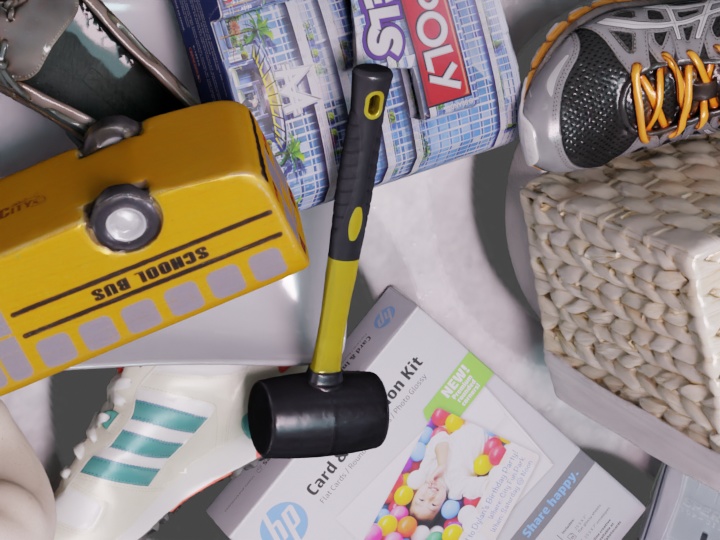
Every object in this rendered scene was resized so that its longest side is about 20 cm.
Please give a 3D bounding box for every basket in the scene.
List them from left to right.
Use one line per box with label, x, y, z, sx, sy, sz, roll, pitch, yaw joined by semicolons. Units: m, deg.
basket;0.176;0.008;1.101;0.135;0.200;0.124;-23;108;-16

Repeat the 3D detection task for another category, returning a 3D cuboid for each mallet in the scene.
mallet;0.000;0.000;1.051;0.065;0.041;0.201;4;115;-27

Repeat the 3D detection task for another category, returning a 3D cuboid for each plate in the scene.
plate;-0.102;-0.054;1.067;0.198;0.032;0.202;-1;92;-23

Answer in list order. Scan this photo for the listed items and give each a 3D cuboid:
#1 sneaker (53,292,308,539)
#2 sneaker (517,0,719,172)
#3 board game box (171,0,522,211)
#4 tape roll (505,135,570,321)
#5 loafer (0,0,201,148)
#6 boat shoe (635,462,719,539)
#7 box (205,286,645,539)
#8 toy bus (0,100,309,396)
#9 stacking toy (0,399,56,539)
sneaker;-0.113;0.077;1.115;0.199;0.070;0.094;-32;101;-11
sneaker;0.162;-0.099;1.107;0.199;0.077;0.079;-26;121;-26
board game box;0.011;-0.144;1.064;0.199;0.062;0.202;-19;96;-23
tape roll;0.173;-0.039;1.212;0.201;0.037;0.205;-8;111;-22
loafer;-0.130;-0.099;0.985;0.200;0.063;0.072;37;76;-32
boat shoe;0.191;0.122;1.260;0.073;0.067;0.201;34;70;-7
box;0.039;0.128;1.207;0.200;0.041;0.156;42;87;-28
toy bus;-0.129;-0.005;0.973;0.199;0.065;0.079;-23;126;5
stacking toy;-0.252;0.136;1.044;0.200;0.146;0.146;-45;120;13
